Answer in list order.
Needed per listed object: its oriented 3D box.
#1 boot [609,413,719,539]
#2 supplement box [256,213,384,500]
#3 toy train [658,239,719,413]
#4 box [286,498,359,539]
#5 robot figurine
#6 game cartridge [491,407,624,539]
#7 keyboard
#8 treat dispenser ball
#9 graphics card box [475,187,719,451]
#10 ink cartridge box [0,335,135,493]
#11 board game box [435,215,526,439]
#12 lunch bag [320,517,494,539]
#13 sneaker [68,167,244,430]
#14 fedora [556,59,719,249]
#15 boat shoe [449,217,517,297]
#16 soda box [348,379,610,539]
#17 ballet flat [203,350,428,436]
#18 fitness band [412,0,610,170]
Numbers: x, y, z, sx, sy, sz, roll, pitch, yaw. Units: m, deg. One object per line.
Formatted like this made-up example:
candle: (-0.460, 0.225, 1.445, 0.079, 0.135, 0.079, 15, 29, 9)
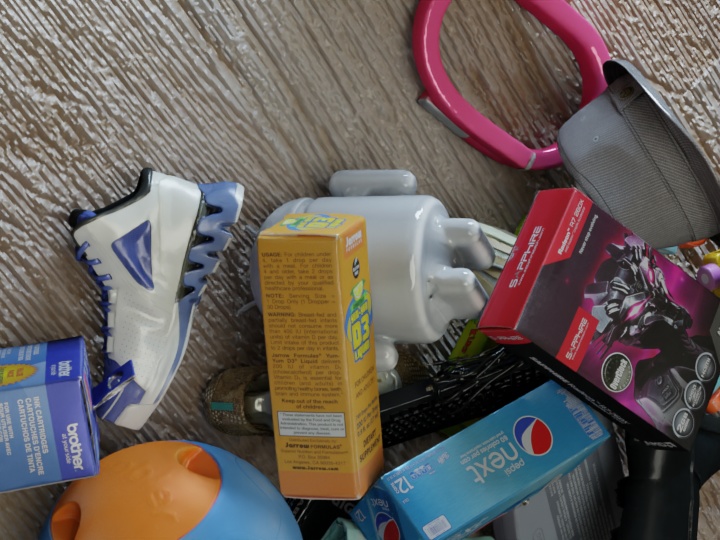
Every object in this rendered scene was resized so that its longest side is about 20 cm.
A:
boot: (0.263, 0.202, 1.462, 0.200, 0.076, 0.169, 27, 68, -60)
supplement box: (-0.028, 0.062, 1.250, 0.069, 0.067, 0.201, -1, 105, 19)
toy train: (0.282, 0.024, 1.513, 0.150, 0.056, 0.201, 14, 80, -28)
box: (-0.002, 0.278, 1.408, 0.200, 0.046, 0.159, 36, 79, -23)
robot figurine: (0.000, 0.000, 1.321, 0.113, 0.199, 0.170, 56, 39, -59)
game cartridge: (0.171, 0.207, 1.455, 0.133, 0.040, 0.200, -37, 126, -32)
keyboard: (0.087, 0.103, 1.352, 0.199, 0.040, 0.104, -20, 145, -4)
treat dispenser ball: (-0.139, 0.224, 1.254, 0.200, 0.201, 0.202, -2, 96, -25)
graphics card box: (0.195, 0.040, 1.324, 0.200, 0.051, 0.126, 35, 70, -26)
ink cartridge box: (-0.254, 0.103, 1.199, 0.199, 0.136, 0.077, -8, 102, -8)
board game box: (0.140, 0.066, 1.456, 0.101, 0.048, 0.200, 33, 81, -24)
lunch bag: (0.027, 0.292, 1.332, 0.170, 0.122, 0.201, 14, 94, -24)
sneaker: (-0.175, 0.008, 1.293, 0.115, 0.081, 0.200, 22, 92, -11)
fedora: (0.221, -0.075, 1.391, 0.090, 0.200, 0.177, -30, 134, 4)
boat shoe: (0.104, 0.010, 1.374, 0.199, 0.076, 0.072, 8, 135, 7)
soda box: (0.093, 0.154, 1.307, 0.200, 0.068, 0.064, -24, 71, -35)
ballet flat: (-0.024, 0.102, 1.371, 0.199, 0.065, 0.071, -8, 94, -25)
fitness band: (0.127, -0.170, 1.436, 0.200, 0.037, 0.144, 35, 80, -25)
